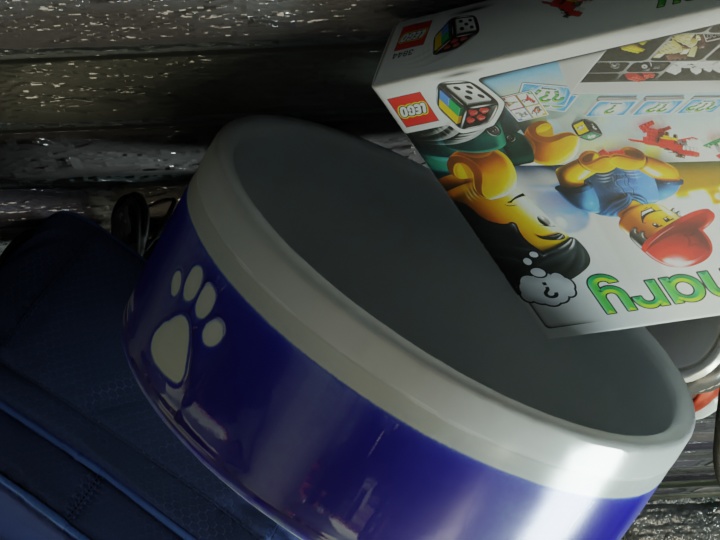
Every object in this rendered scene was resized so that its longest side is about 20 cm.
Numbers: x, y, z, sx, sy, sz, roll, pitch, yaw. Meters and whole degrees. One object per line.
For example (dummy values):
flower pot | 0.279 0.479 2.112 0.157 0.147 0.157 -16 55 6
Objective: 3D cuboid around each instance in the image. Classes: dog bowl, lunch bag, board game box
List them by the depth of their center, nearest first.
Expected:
board game box | 0.118 -0.042 0.722 0.199 0.035 0.126 -10 133 35
dog bowl | 0.017 0.031 0.834 0.199 0.079 0.200 29 -161 -11
lunch bag | -0.104 0.086 0.913 0.199 0.133 0.136 32 148 5

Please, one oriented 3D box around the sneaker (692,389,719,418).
sneaker | 0.167 0.020 1.191 0.081 0.078 0.200 24 165 -5

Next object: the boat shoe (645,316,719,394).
boat shoe | 0.117 0.017 1.019 0.057 0.067 0.200 32 176 -29

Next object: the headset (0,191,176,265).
headset | -0.111 0.027 1.057 0.122 0.095 0.200 -1 153 -11

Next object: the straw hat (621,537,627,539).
straw hat | 0.052 0.065 1.049 0.199 0.086 0.201 19 -172 -3

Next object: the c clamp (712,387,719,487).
c clamp | 0.217 0.024 1.072 0.199 0.172 0.027 -13 -157 -43
